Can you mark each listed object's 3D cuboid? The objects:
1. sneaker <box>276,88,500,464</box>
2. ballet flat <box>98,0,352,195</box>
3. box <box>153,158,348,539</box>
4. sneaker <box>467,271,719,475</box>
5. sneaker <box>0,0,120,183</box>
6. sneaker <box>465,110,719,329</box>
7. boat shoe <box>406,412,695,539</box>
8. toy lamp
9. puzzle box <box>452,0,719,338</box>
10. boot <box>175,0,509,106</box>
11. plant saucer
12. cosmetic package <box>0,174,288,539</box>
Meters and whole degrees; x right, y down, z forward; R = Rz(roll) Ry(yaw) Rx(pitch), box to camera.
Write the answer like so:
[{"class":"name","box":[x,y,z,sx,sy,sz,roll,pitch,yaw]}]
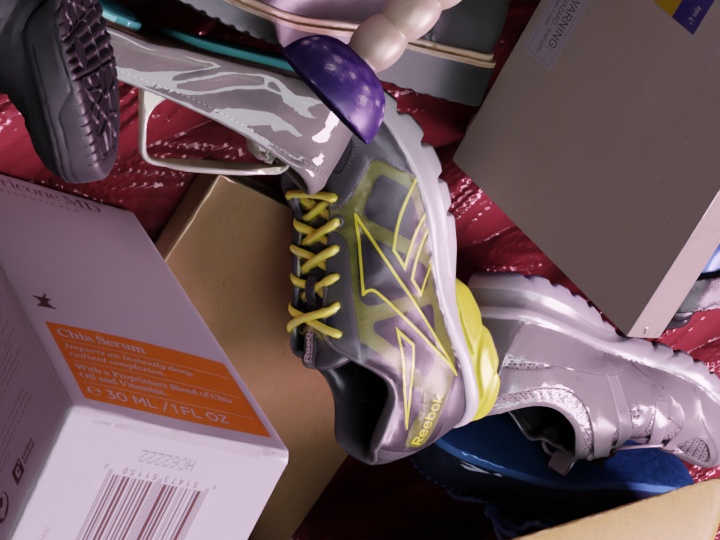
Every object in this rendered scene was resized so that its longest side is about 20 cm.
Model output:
[{"class":"sneaker","box":[0.000,0.000,0.890,0.084,0.074,0.201,-37,112,-32]},{"class":"ballet flat","box":[-0.095,-0.080,0.805,0.198,0.067,0.064,19,99,-19]},{"class":"box","box":[-0.064,0.059,0.963,0.163,0.021,0.201,25,106,-37]},{"class":"sneaker","box":[0.119,0.071,1.018,0.199,0.074,0.083,27,74,-34]},{"class":"sneaker","box":[-0.161,-0.123,0.723,0.103,0.060,0.202,-10,107,10]},{"class":"sneaker","box":[0.131,-0.022,0.979,0.198,0.077,0.112,0,110,-35]},{"class":"boat shoe","box":[0.101,0.122,1.053,0.199,0.084,0.069,18,119,-33]},{"class":"toy lamp","box":[0.057,-0.137,0.774,0.200,0.058,0.058,-46,129,0]},{"class":"puzzle box","box":[0.129,-0.090,0.827,0.025,0.133,0.201,5,124,-44]},{"class":"boot","box":[-0.010,-0.162,0.833,0.199,0.077,0.140,12,103,-38]},{"class":"plant saucer","box":[0.082,0.180,1.025,0.198,0.049,0.200,-14,162,-17]},{"class":"cosmetic package","box":[-0.118,0.039,0.807,0.101,0.200,0.072,15,112,-34]}]
